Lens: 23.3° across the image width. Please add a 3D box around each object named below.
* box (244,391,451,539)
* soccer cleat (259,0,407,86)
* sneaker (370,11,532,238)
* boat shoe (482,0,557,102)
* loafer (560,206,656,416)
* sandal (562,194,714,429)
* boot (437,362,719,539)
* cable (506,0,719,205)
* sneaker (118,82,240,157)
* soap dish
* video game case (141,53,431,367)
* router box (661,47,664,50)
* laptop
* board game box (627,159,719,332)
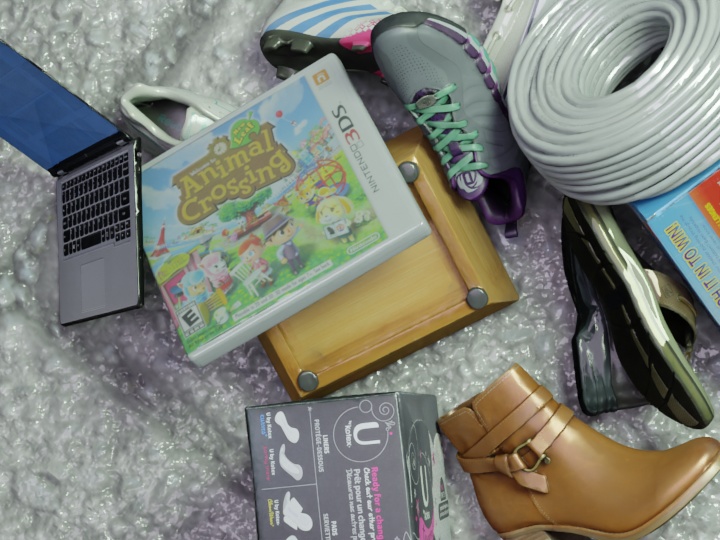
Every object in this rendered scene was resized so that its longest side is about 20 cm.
[{"bbox_3d":[-0.002,0.159,1.286,0.114,0.200,0.133,-7,84,10],"label":"box"},{"bbox_3d":[0.015,-0.190,1.370,0.200,0.070,0.086,10,59,24],"label":"soccer cleat"},{"bbox_3d":[0.076,-0.108,1.296,0.074,0.200,0.088,-21,47,27],"label":"sneaker"},{"bbox_3d":[0.128,-0.220,1.369,0.070,0.071,0.200,20,95,10],"label":"boat shoe"},{"bbox_3d":[0.194,0.008,1.334,0.072,0.073,0.201,-6,93,2],"label":"loafer"},{"bbox_3d":[0.212,0.023,1.266,0.057,0.080,0.201,-25,92,-16],"label":"sandal"},{"bbox_3d":[0.160,0.131,1.294,0.200,0.074,0.155,-35,86,27],"label":"boot"},{"bbox_3d":[0.198,-0.140,1.235,0.200,0.069,0.200,-25,40,28],"label":"cable"},{"bbox_3d":[-0.106,-0.098,1.397,0.200,0.080,0.071,19,87,11],"label":"sneaker"},{"bbox_3d":[0.000,0.000,1.347,0.200,0.081,0.158,-27,96,7],"label":"soap dish"},{"bbox_3d":[-0.070,-0.048,1.304,0.200,0.022,0.182,-30,56,5],"label":"video game case"},{"bbox_3d":[0.327,-0.175,1.323,0.150,0.062,0.200,-41,78,7],"label":"router box"},{"bbox_3d":[-0.254,-0.063,1.354,0.116,0.187,0.201,1,84,-27],"label":"laptop"},{"bbox_3d":[0.320,-0.041,1.256,0.196,0.056,0.200,-37,121,6],"label":"board game box"}]
